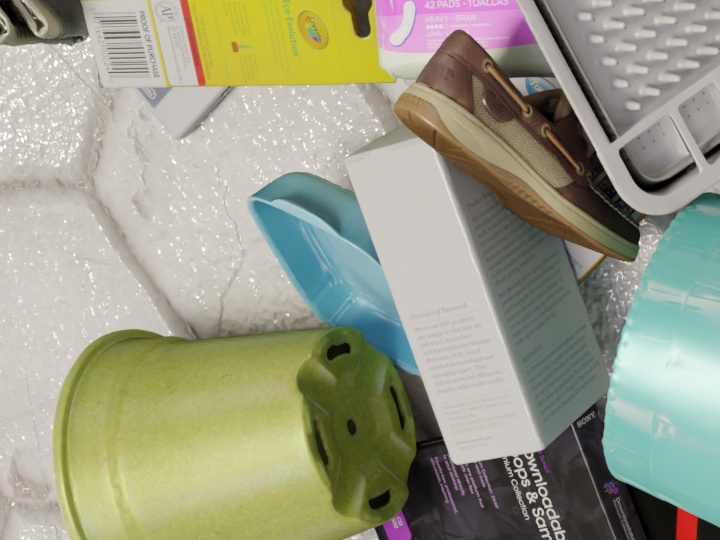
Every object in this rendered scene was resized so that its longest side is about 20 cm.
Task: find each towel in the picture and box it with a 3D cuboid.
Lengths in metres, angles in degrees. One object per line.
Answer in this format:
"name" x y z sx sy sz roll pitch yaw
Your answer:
"towel" -0.244 -0.228 1.539 0.034 0.200 0.193 -31 92 9

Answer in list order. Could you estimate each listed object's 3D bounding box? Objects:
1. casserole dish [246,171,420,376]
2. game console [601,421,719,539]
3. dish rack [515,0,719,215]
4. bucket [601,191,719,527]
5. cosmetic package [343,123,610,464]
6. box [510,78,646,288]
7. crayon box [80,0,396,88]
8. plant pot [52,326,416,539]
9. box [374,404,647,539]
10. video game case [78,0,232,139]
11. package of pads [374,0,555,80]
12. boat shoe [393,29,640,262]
"casserole dish" 0.000 0.000 1.541 0.121 0.039 0.200 26 161 30
"game console" 0.219 0.206 1.555 0.176 0.031 0.202 15 117 33
"dish rack" 0.170 -0.152 1.354 0.201 0.171 0.043 59 166 -16
"bucket" 0.235 0.057 1.375 0.134 0.207 0.209 20 119 24
"cosmetic package" 0.073 0.004 1.464 0.071 0.101 0.202 -12 102 36
"box" 0.113 -0.052 1.503 0.119 0.041 0.200 47 124 7
"crayon box" -0.077 -0.179 1.516 0.198 0.051 0.128 1 130 14
"plant pot" -0.070 0.119 1.596 0.183 0.200 0.202 -15 101 32
"box" 0.097 0.173 1.596 0.199 0.036 0.144 -18 96 41
"video game case" -0.132 -0.216 1.598 0.200 0.023 0.182 50 127 5
"package of pads" 0.079 -0.213 1.419 0.153 0.068 0.202 2 98 31
"boat shoe" 0.105 -0.072 1.395 0.072 0.199 0.072 22 80 54
